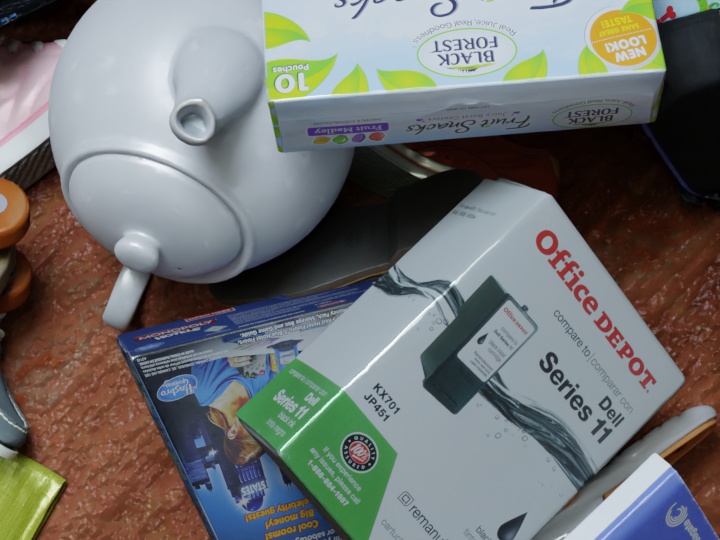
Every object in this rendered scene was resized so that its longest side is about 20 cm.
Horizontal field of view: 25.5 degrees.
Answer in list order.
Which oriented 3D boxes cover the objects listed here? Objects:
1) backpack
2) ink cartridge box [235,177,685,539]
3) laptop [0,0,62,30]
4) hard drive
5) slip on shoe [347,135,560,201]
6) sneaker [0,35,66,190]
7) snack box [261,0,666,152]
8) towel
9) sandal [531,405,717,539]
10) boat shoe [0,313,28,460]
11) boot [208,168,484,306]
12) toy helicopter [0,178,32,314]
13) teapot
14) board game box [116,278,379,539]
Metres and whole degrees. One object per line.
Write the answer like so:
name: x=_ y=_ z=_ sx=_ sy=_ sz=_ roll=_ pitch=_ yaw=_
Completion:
backpack: x=0.222 y=-0.170 z=0.935 sx=0.146 sy=0.183 sz=0.202 roll=-14 pitch=61 yaw=27
ink cartridge box: x=0.057 y=0.069 z=0.866 sx=0.200 sy=0.083 sz=0.147 roll=-44 pitch=110 yaw=-9
laptop: x=-0.280 y=-0.203 z=1.037 sx=0.176 sy=0.200 sz=0.104 roll=-11 pitch=108 yaw=25
hard drive: x=0.118 y=0.208 z=0.874 sx=0.200 sy=0.132 sz=0.025 roll=-42 pitch=40 yaw=-6
slip on shoe: x=0.035 y=-0.080 z=1.000 sx=0.198 sy=0.074 sz=0.062 roll=24 pitch=71 yaw=9
sneaker: x=-0.204 y=-0.132 z=1.045 sx=0.199 sy=0.075 sz=0.105 roll=-34 pitch=77 yaw=2
snack box: x=0.048 y=-0.140 z=0.831 sx=0.198 sy=0.053 sz=0.144 roll=-5 pitch=63 yaw=0
towel: x=-0.289 y=0.123 z=1.013 sx=0.199 sy=0.018 sz=0.087 roll=27 pitch=80 yaw=14
sandal: x=0.134 y=0.155 z=0.910 sx=0.206 sy=0.079 sz=0.059 roll=-35 pitch=69 yaw=-5
boat shoe: x=-0.259 y=0.029 z=1.008 sx=0.062 sy=0.073 sz=0.200 roll=-38 pitch=67 yaw=0
boot: x=0.000 y=0.000 z=0.983 sx=0.198 sy=0.076 sz=0.074 roll=-12 pitch=50 yaw=25
toy helicopter: x=-0.299 y=-0.037 z=0.977 sx=0.132 sy=0.079 sz=0.200 roll=-32 pitch=63 yaw=-31
teapot: x=-0.104 y=-0.059 z=0.923 sx=0.196 sy=0.200 sz=0.147 roll=0 pitch=53 yaw=32
board game box: x=-0.023 y=0.116 z=0.926 sx=0.198 sy=0.062 sz=0.202 roll=-13 pitch=103 yaw=-15
